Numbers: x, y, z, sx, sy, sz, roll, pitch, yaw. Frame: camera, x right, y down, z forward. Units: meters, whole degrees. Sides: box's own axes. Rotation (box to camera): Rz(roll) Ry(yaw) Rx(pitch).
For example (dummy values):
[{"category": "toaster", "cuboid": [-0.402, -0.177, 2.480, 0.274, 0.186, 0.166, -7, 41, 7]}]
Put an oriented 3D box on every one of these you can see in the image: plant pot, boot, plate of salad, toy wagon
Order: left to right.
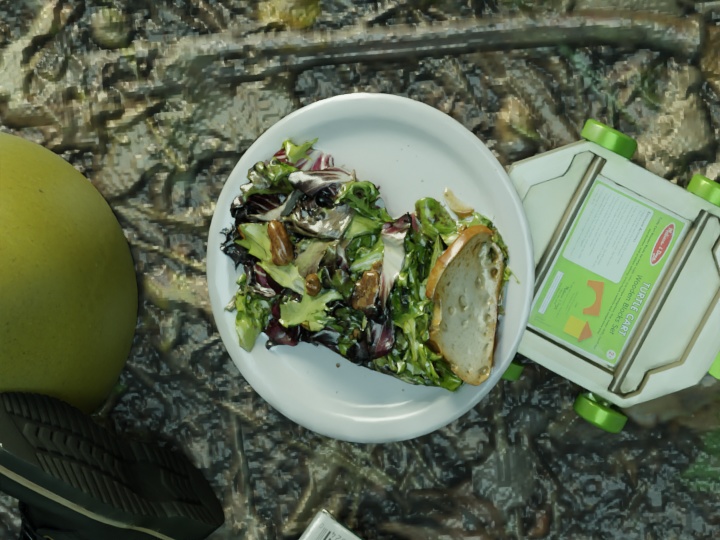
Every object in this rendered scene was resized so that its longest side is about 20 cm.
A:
[{"category": "plant pot", "cuboid": [-0.237, 0.024, 0.910, 0.198, 0.142, 0.202, 0, 98, 3]}, {"category": "boot", "cuboid": [-0.181, 0.152, 0.908, 0.138, 0.200, 0.078, -40, 51, 11]}, {"category": "plate of salad", "cuboid": [0.000, 0.000, 0.922, 0.198, 0.048, 0.202, 1, 95, 18]}, {"category": "toy wagon", "cuboid": [0.161, 0.014, 0.934, 0.199, 0.040, 0.156, 27, 99, -1]}]

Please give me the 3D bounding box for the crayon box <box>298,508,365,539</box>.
[{"category": "crayon box", "cuboid": [-0.029, 0.255, 0.919, 0.126, 0.051, 0.200, 32, 76, 24]}]
